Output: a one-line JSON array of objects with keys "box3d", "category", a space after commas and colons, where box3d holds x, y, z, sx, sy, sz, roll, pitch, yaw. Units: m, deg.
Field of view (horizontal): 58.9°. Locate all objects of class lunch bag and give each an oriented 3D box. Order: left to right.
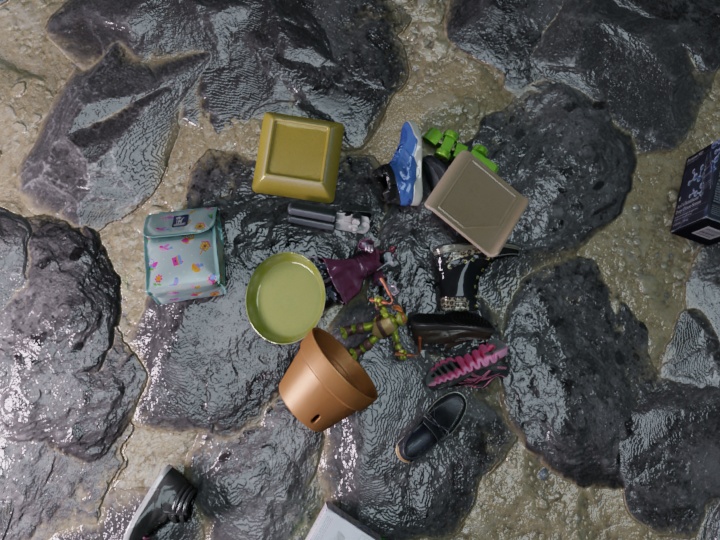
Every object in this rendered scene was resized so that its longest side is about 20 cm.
[{"box3d": [-0.386, -0.043, 1.405, 0.167, 0.122, 0.204, -8, 72, -2], "category": "lunch bag"}]

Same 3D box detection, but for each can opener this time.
[{"box3d": [-0.071, -0.125, 1.480, 0.196, 0.053, 0.067, 7, 45, -4], "category": "can opener"}]

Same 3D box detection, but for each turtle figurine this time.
[{"box3d": [0.038, 0.120, 1.411, 0.159, 0.065, 0.202, -24, 109, 10], "category": "turtle figurine"}]

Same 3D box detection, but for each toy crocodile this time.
[{"box3d": [0.238, -0.275, 1.518, 0.197, 0.062, 0.068, 27, 79, -3], "category": "toy crocodile"}]

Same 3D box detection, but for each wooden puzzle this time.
[{"box3d": [0.263, -0.151, 1.445, 0.199, 0.037, 0.186, 36, 66, 1], "category": "wooden puzzle"}]

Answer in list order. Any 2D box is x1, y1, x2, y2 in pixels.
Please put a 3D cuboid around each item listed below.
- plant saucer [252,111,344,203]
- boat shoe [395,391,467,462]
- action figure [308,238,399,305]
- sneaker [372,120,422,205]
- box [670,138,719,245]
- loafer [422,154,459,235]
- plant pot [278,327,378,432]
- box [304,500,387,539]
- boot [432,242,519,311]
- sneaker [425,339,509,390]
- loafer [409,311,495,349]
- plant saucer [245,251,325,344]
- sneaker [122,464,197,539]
[{"box3d": [-0.146, -0.273, 1.495, 0.196, 0.048, 0.204, 8, 80, -1], "category": "plant saucer"}, {"box3d": [0.160, 0.345, 1.399, 0.199, 0.062, 0.075, -39, 83, -10], "category": "boat shoe"}, {"box3d": [0.000, 0.000, 1.447, 0.198, 0.148, 0.136, -26, 109, -26], "category": "action figure"}, {"box3d": [0.083, -0.253, 1.490, 0.109, 0.077, 0.204, -1, 86, -13], "category": "sneaker"}, {"box3d": [0.830, -0.181, 1.488, 0.105, 0.149, 0.203, 19, 79, 0], "category": "box"}, {"box3d": [0.196, -0.176, 1.488, 0.070, 0.068, 0.202, -32, 87, -17], "category": "loafer"}, {"box3d": [-0.078, 0.242, 1.347, 0.140, 0.200, 0.200, -45, 85, 7], "category": "plant pot"}, {"box3d": [-0.049, 0.620, 1.320, 0.175, 0.097, 0.202, 31, 80, 3], "category": "box"}, {"box3d": [0.268, 0.014, 1.462, 0.199, 0.073, 0.157, -2, 84, -4], "category": "boot"}, {"box3d": [0.244, 0.234, 1.422, 0.197, 0.079, 0.097, -22, 115, 5], "category": "sneaker"}, {"box3d": [0.205, 0.139, 1.443, 0.196, 0.073, 0.072, 3, 114, -4], "category": "loafer"}, {"box3d": [-0.163, 0.062, 1.416, 0.196, 0.031, 0.204, -3, 82, 19], "category": "plant saucer"}, {"box3d": [-0.413, 0.520, 1.327, 0.098, 0.071, 0.202, 27, 75, 6], "category": "sneaker"}]
